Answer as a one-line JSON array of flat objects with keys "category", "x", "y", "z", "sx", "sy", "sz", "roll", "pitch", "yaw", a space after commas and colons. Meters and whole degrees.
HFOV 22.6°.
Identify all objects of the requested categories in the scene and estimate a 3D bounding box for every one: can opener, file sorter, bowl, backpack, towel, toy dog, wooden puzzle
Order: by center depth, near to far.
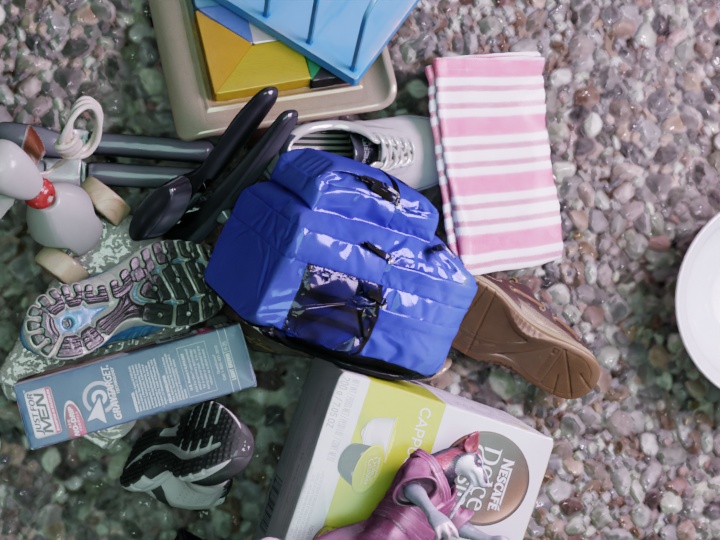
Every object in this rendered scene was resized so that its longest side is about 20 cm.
[{"category": "backpack", "x": 0.000, "y": 0.000, "z": 1.522, "sx": 0.200, "sy": 0.163, "sz": 0.168, "roll": 23, "pitch": 102, "yaw": -26}, {"category": "toy dog", "x": -0.281, "y": -0.068, "z": 1.545, "sx": 0.096, "sy": 0.200, "sz": 0.132, "roll": 28, "pitch": 59, "yaw": 27}, {"category": "can opener", "x": -0.119, "y": -0.081, "z": 1.559, "sx": 0.063, "sy": 0.079, "sz": 0.200, "roll": 49, "pitch": 122, "yaw": -1}, {"category": "file sorter", "x": -0.045, "y": -0.289, "z": 1.564, "sx": 0.200, "sy": 0.123, "sz": 0.139, "roll": 32, "pitch": 66, "yaw": 7}, {"category": "wooden puzzle", "x": -0.082, "y": -0.216, "z": 1.611, "sx": 0.200, "sy": 0.037, "sz": 0.185, "roll": -12, "pitch": 69, "yaw": -6}, {"category": "can opener", "x": -0.230, "y": -0.099, "z": 1.615, "sx": 0.200, "sy": 0.066, "sz": 0.053, "roll": 4, "pitch": 91, "yaw": -13}, {"category": "towel", "x": -0.229, "y": 0.051, "z": 1.630, "sx": 0.132, "sy": 0.034, "sz": 0.200, "roll": 29, "pitch": 87, "yaw": -8}, {"category": "towel", "x": 0.126, "y": -0.098, "z": 1.639, "sx": 0.146, "sy": 0.030, "sz": 0.200, "roll": -10, "pitch": 93, "yaw": -44}, {"category": "bowl", "x": 0.380, "y": 0.025, "z": 1.689, "sx": 0.201, "sy": 0.090, "sz": 0.201, "roll": 0, "pitch": 92, "yaw": -8}]

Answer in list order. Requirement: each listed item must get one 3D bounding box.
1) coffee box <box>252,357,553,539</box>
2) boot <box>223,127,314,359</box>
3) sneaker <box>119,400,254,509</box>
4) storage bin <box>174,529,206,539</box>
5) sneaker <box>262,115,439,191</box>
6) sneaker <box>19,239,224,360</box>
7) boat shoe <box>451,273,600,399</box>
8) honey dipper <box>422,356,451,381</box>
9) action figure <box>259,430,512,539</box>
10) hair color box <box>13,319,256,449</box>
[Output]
[{"category": "coffee box", "x": 0.032, "y": 0.200, "z": 1.587, "sx": 0.198, "sy": 0.200, "sz": 0.200, "roll": 19, "pitch": 89, "yaw": -8}, {"category": "boot", "x": -0.088, "y": -0.032, "z": 1.636, "sx": 0.186, "sy": 0.064, "sz": 0.200, "roll": 27, "pitch": 90, "yaw": -8}, {"category": "sneaker", "x": -0.135, "y": 0.168, "z": 1.576, "sx": 0.080, "sy": 0.200, "sz": 0.074, "roll": 31, "pitch": 66, "yaw": -21}, {"category": "storage bin", "x": -0.097, "y": 0.326, "z": 1.603, "sx": 0.200, "sy": 0.135, "sz": 0.094, "roll": 33, "pitch": 87, "yaw": -8}, {"category": "sneaker", "x": 0.011, "y": -0.100, "z": 1.593, "sx": 0.200, "sy": 0.071, "sz": 0.073, "roll": -7, "pitch": 96, "yaw": -23}, {"category": "sneaker", "x": -0.212, "y": 0.027, "z": 1.579, "sx": 0.200, "sy": 0.090, "sz": 0.078, "roll": -16, "pitch": 89, "yaw": -29}, {"category": "boat shoe", "x": 0.134, "y": 0.044, "z": 1.667, "sx": 0.200, "sy": 0.072, "sz": 0.072, "roll": 29, "pitch": 115, "yaw": -11}, {"category": "honey dipper", "x": 0.024, "y": 0.012, "z": 1.637, "sx": 0.038, "sy": 0.038, "sz": 0.200, "roll": -32, "pitch": 112, "yaw": -6}, {"category": "action figure", "x": 0.033, "y": 0.208, "z": 1.455, "sx": 0.149, "sy": 0.134, "sz": 0.200, "roll": 25, "pitch": 71, "yaw": 33}, {"category": "hair color box", "x": -0.197, "y": 0.097, "z": 1.568, "sx": 0.200, "sy": 0.100, "sz": 0.061, "roll": -16, "pitch": 91, "yaw": -8}]
